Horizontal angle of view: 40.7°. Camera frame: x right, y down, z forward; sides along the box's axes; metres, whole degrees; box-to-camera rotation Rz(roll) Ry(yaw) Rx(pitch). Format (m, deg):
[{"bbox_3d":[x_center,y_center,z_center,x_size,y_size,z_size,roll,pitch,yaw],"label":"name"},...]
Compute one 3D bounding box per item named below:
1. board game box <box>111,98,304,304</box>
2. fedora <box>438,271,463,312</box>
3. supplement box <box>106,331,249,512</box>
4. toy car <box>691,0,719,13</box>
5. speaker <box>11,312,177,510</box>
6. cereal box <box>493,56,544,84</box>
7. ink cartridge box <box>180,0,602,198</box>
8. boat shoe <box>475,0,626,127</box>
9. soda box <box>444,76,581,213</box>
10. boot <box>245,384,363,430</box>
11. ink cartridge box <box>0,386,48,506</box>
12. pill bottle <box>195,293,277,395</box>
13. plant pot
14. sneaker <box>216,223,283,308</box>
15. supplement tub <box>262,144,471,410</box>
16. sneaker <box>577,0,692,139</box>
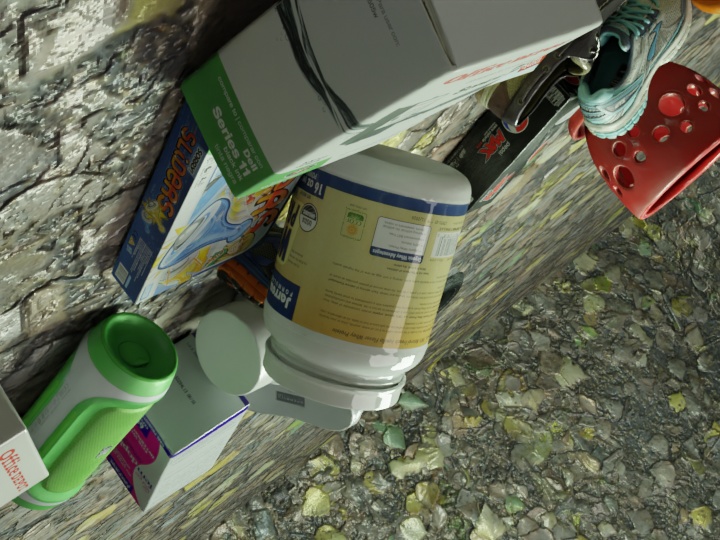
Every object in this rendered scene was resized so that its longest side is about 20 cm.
[{"bbox_3d":[-0.096,-0.064,0.712,0.135,0.034,0.200,-29,164,-41],"label":"board game box"},{"bbox_3d":[0.050,0.039,1.376,0.200,0.092,0.201,-38,168,-10],"label":"fedora"},{"bbox_3d":[-0.209,0.169,1.057,0.103,0.101,0.200,-31,165,-32],"label":"supplement box"},{"bbox_3d":[0.419,-0.347,1.000,0.149,0.176,0.200,12,133,-22],"label":"toy car"},{"bbox_3d":[-0.241,0.125,0.844,0.200,0.089,0.088,-46,166,28],"label":"speaker"},{"bbox_3d":[0.159,-0.240,0.826,0.144,0.040,0.200,-26,162,-46],"label":"cereal box"},{"bbox_3d":[0.015,-0.126,0.557,0.146,0.083,0.200,-27,-177,-41],"label":"ink cartridge box"},{"bbox_3d":[0.207,-0.221,0.973,0.200,0.065,0.072,-40,166,-1],"label":"boat shoe"},{"bbox_3d":[0.173,-0.156,1.114,0.071,0.063,0.200,-25,162,-49],"label":"soda box"},{"bbox_3d":[-0.078,0.118,1.115,0.096,0.199,0.074,-48,152,-56],"label":"boot"},{"bbox_3d":[-0.332,0.154,0.680,0.200,0.084,0.146,-34,166,-22],"label":"ink cartridge box"},{"bbox_3d":[-0.073,0.056,1.023,0.200,0.114,0.114,-24,160,-51],"label":"pill bottle"},{"bbox_3d":[0.408,-0.203,1.357,0.200,0.183,0.200,-37,168,-9],"label":"plant pot"},{"bbox_3d":[-0.036,0.027,0.916,0.079,0.200,0.075,-57,-150,-6],"label":"sneaker"},{"bbox_3d":[0.000,0.000,0.807,0.144,0.144,0.201,-13,120,-64],"label":"supplement tub"},{"bbox_3d":[0.288,-0.243,1.022,0.086,0.077,0.201,33,78,-54],"label":"sneaker"}]
